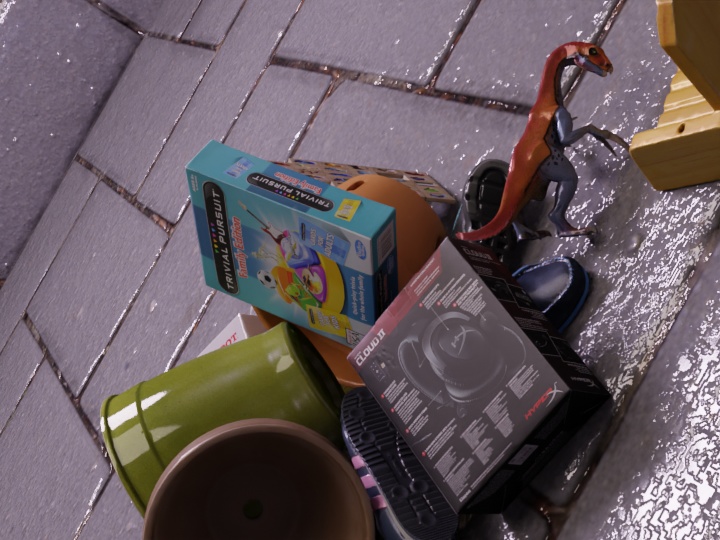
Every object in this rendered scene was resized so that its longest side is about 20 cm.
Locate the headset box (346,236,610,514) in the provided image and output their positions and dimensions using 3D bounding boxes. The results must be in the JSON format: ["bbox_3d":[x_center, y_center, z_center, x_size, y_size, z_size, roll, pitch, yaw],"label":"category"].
[{"bbox_3d":[0.091,0.083,1.174,0.149,0.077,0.201,-51,56,20],"label":"headset box"}]

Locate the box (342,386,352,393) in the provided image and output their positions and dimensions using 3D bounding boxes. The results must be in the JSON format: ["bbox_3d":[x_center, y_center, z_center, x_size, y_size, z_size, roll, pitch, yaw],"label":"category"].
[{"bbox_3d":[0.001,0.043,1.535,0.202,0.048,0.117,-62,24,2],"label":"box"}]

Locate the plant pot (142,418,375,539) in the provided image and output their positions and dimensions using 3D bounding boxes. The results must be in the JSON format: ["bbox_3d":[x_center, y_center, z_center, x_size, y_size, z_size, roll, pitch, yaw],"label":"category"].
[{"bbox_3d":[-0.091,0.221,1.193,0.202,0.199,0.093,-58,13,2],"label":"plant pot"}]

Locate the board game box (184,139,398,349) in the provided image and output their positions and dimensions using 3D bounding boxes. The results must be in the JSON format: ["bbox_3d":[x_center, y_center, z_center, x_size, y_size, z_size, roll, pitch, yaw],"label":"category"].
[{"bbox_3d":[-0.061,-0.019,1.261,0.047,0.198,0.152,-50,-30,-37],"label":"board game box"}]

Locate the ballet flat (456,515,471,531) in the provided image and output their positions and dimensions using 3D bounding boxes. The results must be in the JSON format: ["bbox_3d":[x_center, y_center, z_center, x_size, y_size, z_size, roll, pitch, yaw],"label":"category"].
[{"bbox_3d":[0.071,0.167,1.266,0.200,0.046,0.068,-121,32,-61],"label":"ballet flat"}]

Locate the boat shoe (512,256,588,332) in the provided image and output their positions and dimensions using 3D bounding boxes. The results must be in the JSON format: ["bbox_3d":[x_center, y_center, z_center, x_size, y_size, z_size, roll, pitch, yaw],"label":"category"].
[{"bbox_3d":[0.116,0.052,1.249,0.199,0.068,0.085,-40,38,19],"label":"boat shoe"}]

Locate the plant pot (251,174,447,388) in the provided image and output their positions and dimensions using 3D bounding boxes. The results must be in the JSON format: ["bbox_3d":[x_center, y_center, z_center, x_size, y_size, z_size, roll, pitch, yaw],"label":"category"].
[{"bbox_3d":[0.000,0.000,1.384,0.199,0.201,0.140,-26,19,51],"label":"plant pot"}]

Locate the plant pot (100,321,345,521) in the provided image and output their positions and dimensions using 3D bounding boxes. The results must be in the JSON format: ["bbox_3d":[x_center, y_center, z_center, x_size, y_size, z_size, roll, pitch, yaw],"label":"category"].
[{"bbox_3d":[-0.112,0.153,1.311,0.192,0.201,0.201,-34,29,7],"label":"plant pot"}]

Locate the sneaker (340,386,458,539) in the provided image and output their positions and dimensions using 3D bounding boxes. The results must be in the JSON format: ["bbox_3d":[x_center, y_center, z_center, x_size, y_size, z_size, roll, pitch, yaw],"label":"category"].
[{"bbox_3d":[0.025,0.190,1.218,0.201,0.069,0.083,-114,24,-48],"label":"sneaker"}]

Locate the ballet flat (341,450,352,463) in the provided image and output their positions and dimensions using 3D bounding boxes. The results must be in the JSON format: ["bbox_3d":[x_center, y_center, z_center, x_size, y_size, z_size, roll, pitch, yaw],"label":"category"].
[{"bbox_3d":[-0.036,0.229,1.379,0.200,0.063,0.069,-48,26,26],"label":"ballet flat"}]

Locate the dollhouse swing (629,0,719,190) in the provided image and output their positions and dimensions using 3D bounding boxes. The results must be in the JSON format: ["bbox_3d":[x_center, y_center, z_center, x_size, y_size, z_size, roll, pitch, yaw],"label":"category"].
[{"bbox_3d":[0.268,-0.204,1.137,0.181,0.175,0.202,-10,55,59],"label":"dollhouse swing"}]

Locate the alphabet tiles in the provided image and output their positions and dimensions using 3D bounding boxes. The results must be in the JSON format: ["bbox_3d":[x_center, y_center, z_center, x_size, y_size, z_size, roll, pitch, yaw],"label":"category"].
[{"bbox_3d":[-0.007,-0.101,1.518,0.167,0.197,0.008,-121,37,-73],"label":"alphabet tiles"}]

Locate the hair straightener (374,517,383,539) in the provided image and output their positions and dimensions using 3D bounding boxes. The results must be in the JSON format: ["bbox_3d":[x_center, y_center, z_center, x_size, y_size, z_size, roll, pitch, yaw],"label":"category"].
[{"bbox_3d":[0.038,0.267,1.221,0.077,0.041,0.202,-44,29,32],"label":"hair straightener"}]

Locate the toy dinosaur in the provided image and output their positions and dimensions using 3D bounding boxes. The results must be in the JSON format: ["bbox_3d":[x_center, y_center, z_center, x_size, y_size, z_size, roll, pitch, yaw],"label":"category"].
[{"bbox_3d":[0.179,-0.122,1.264,0.104,0.198,0.185,-5,88,43],"label":"toy dinosaur"}]

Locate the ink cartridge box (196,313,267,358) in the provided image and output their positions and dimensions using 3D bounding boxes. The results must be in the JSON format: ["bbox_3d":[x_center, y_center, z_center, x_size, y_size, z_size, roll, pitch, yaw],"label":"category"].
[{"bbox_3d":[-0.113,0.170,1.481,0.145,0.084,0.202,-43,54,32],"label":"ink cartridge box"}]

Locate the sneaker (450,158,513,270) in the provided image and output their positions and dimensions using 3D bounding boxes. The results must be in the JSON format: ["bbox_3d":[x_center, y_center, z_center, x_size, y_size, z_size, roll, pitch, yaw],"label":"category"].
[{"bbox_3d":[0.117,-0.006,1.360,0.079,0.074,0.203,96,-169,-78],"label":"sneaker"}]

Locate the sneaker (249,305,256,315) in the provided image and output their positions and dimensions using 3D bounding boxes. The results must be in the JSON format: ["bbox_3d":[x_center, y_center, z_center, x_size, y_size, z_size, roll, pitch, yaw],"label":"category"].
[{"bbox_3d":[-0.083,0.063,1.635,0.118,0.073,0.201,-48,-12,-33],"label":"sneaker"}]
